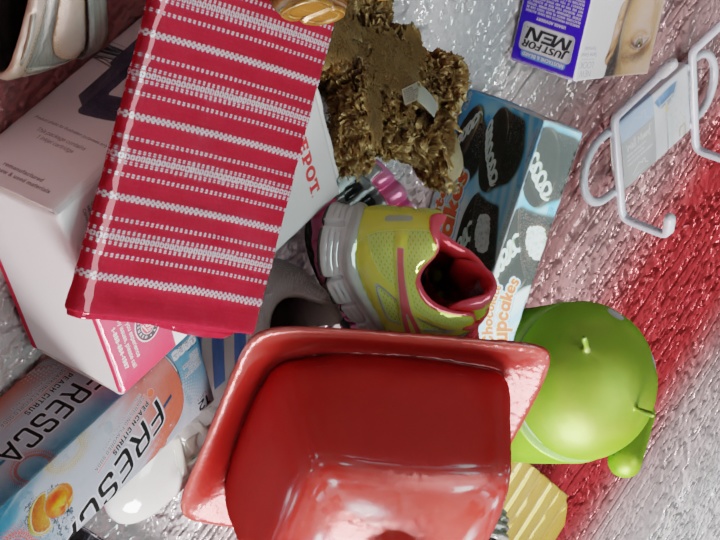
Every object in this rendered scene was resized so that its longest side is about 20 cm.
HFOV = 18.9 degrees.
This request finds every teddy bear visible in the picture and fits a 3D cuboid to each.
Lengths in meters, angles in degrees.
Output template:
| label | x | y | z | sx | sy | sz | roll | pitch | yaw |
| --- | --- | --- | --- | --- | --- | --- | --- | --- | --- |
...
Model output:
| label | x | y | z | sx | sy | sz | roll | pitch | yaw |
| --- | --- | --- | --- | --- | --- | --- | --- | --- | --- |
| teddy bear | 0.002 | -0.121 | 1.365 | 0.200 | 0.067 | 0.146 | 9 | 74 | -51 |

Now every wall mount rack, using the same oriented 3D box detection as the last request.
| label | x | y | z | sx | sy | sz | roll | pitch | yaw |
| --- | --- | --- | --- | --- | --- | --- | --- | --- | --- |
| wall mount rack | 0.256 | -0.131 | 1.729 | 0.200 | 0.074 | 0.174 | -41 | 137 | -35 |

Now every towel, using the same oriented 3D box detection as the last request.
| label | x | y | z | sx | sy | sz | roll | pitch | yaw |
| --- | --- | --- | --- | --- | --- | --- | --- | --- | --- |
| towel | -0.088 | -0.062 | 1.190 | 0.144 | 0.022 | 0.201 | 9 | 97 | -51 |

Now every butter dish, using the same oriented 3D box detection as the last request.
| label | x | y | z | sx | sy | sz | roll | pitch | yaw |
| --- | --- | --- | --- | --- | --- | --- | --- | --- | --- |
| butter dish | 0.010 | 0.143 | 1.313 | 0.199 | 0.148 | 0.200 | 5 | 137 | -20 |

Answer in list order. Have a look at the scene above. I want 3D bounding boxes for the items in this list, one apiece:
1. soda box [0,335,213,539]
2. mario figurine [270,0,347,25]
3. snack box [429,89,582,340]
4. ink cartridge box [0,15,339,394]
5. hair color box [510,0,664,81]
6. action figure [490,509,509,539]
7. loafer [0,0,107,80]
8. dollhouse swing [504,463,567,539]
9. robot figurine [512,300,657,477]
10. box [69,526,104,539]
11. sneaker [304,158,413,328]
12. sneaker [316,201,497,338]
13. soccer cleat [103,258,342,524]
| label | x | y | z | sx | sy | sz | roll | pitch | yaw |
| --- | --- | --- | --- | --- | --- | --- | --- | --- | --- |
| soda box | -0.177 | 0.103 | 1.270 | 0.200 | 0.068 | 0.064 | -44 | 140 | -32 |
| mario figurine | -0.041 | -0.240 | 1.174 | 0.123 | 0.201 | 0.106 | -13 | 164 | -26 |
| snack box | 0.083 | -0.018 | 1.518 | 0.037 | 0.116 | 0.201 | 14 | 98 | -27 |
| ink cartridge box | -0.115 | -0.053 | 1.251 | 0.200 | 0.084 | 0.145 | -44 | 140 | -29 |
| hair color box | 0.181 | -0.243 | 1.570 | 0.109 | 0.065 | 0.201 | -12 | 120 | -52 |
| action figure | 0.052 | 0.221 | 1.553 | 0.200 | 0.102 | 0.119 | 35 | 66 | -19 |
| loafer | -0.175 | -0.185 | 1.109 | 0.063 | 0.072 | 0.201 | -34 | 138 | -29 |
| dollhouse swing | 0.127 | 0.273 | 1.719 | 0.176 | 0.182 | 0.200 | -44 | 144 | 3 |
| robot figurine | 0.140 | 0.083 | 1.590 | 0.175 | 0.200 | 0.116 | 45 | 69 | -13 |
| box | -0.197 | 0.268 | 1.374 | 0.200 | 0.036 | 0.143 | -58 | 146 | -10 |
| sneaker | 0.000 | 0.000 | 1.448 | 0.079 | 0.095 | 0.201 | -26 | 122 | -13 |
| sneaker | 0.050 | 0.030 | 1.353 | 0.200 | 0.090 | 0.078 | 54 | 36 | -46 |
| soccer cleat | -0.088 | 0.080 | 1.366 | 0.200 | 0.086 | 0.070 | -57 | 145 | -14 |
